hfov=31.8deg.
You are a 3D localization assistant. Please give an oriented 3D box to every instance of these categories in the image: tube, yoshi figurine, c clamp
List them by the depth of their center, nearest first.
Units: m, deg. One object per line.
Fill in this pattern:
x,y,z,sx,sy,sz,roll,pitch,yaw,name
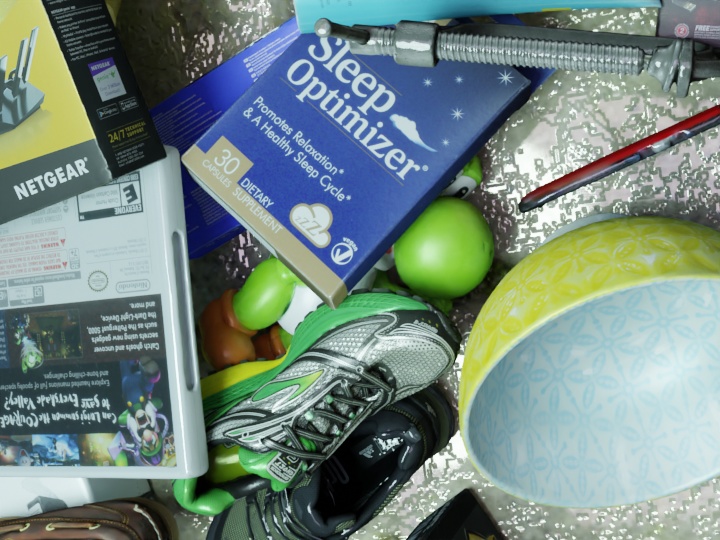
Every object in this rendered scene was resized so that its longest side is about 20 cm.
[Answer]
0.091,-0.105,0.619,0.197,0.171,0.027,6,102,10,c clamp
0.060,-0.168,0.690,0.197,0.050,0.079,-6,77,3,tube
0.003,0.008,0.764,0.200,0.112,0.112,-42,91,14,yoshi figurine

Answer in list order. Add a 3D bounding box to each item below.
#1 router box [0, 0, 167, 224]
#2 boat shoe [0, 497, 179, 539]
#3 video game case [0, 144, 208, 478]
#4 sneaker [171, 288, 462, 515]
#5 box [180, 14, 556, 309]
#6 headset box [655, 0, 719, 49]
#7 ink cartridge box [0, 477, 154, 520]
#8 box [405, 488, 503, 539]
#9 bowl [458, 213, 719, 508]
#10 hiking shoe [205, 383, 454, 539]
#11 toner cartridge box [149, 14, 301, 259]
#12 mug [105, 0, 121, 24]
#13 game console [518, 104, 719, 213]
-0.220,-0.103,0.701,0.198,0.052,0.159,-16,100,33,router box
-0.210,0.186,0.772,0.198,0.070,0.071,-22,90,17,boat shoe
-0.178,0.030,0.749,0.198,0.023,0.185,-6,90,33,video game case
-0.025,0.083,0.724,0.199,0.086,0.078,-32,123,21,sneaker
0.009,-0.092,0.715,0.121,0.032,0.200,41,81,14,box
0.243,-0.217,0.683,0.147,0.075,0.203,7,98,16,headset box
-0.218,0.175,0.852,0.143,0.084,0.202,-21,90,16,ink cartridge box
0.081,0.242,0.712,0.050,0.200,0.199,-39,84,18,box
0.143,0.034,0.710,0.199,0.200,0.108,-27,45,17,bowl
-0.034,0.139,0.786,0.200,0.101,0.076,-42,83,16,hiking shoe
-0.053,-0.093,0.798,0.198,0.043,0.096,-28,86,17,toner cartridge box
-0.225,-0.138,0.782,0.147,0.187,0.155,9,108,-10,mug
0.194,-0.037,0.651,0.172,0.200,0.119,36,105,9,game console
